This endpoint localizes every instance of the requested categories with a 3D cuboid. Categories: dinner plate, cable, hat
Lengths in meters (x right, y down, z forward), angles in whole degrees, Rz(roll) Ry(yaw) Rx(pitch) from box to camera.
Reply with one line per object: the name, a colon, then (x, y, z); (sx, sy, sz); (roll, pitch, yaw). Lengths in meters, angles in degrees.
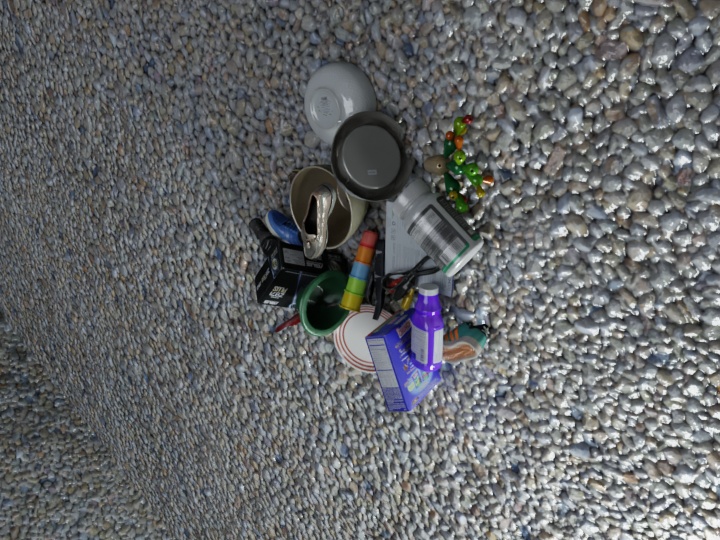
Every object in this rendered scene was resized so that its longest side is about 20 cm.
dinner plate: (0.024, 0.180, 1.820); (0.195, 0.024, 0.205); (5, 115, 11)
cable: (0.123, 0.013, 1.643); (0.098, 0.050, 0.201); (50, 121, 16)
hat: (-0.140, 0.069, 1.784); (0.175, 0.200, 0.168); (24, 149, 48)

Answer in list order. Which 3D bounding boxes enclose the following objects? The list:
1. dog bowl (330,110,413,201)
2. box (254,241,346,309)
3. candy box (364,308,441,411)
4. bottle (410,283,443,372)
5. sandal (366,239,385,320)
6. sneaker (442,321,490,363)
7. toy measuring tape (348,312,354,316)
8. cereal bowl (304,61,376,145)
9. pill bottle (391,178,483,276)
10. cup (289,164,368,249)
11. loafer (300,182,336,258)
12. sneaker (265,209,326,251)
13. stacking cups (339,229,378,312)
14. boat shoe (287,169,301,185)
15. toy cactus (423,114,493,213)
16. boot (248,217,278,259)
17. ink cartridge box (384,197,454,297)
dog bowl: (0.020, -0.253, 1.554); (0.204, 0.197, 0.059); (63, 163, -3)
box: (-0.158, 0.021, 1.808); (0.164, 0.196, 0.088); (-48, 43, 41)
candy box: (0.108, 0.220, 1.703); (0.076, 0.168, 0.205); (-9, 104, 39)
bottle: (0.158, 0.133, 1.616); (0.083, 0.064, 0.205); (28, 123, 55)
sandal: (0.040, 0.022, 1.727); (0.042, 0.076, 0.206); (4, 99, 10)
sneaker: (0.242, 0.170, 1.644); (0.072, 0.080, 0.199); (50, 155, -11)
toy measuring tape: (-0.050, 0.110, 1.856); (0.074, 0.073, 0.201); (49, 132, 10)
cereal bowl: (-0.061, -0.389, 1.628); (0.197, 0.083, 0.205); (19, 121, 33)
pill bottle: (0.166, -0.096, 1.498); (0.201, 0.112, 0.114); (48, 132, 10)
cup: (-0.056, -0.173, 1.679); (0.197, 0.142, 0.205); (18, 121, 33)
loafer: (-0.112, -0.111, 1.613); (0.071, 0.062, 0.203); (34, 128, 24)
sneaker: (-0.168, -0.107, 1.846); (0.201, 0.076, 0.111); (50, 138, 5)
stacking cups: (0.000, 0.000, 1.727); (0.059, 0.060, 0.205); (16, 90, 33)
boat shoe: (-0.135, -0.176, 1.792); (0.072, 0.071, 0.202); (-39, 83, 43)
toy cactus: (0.205, -0.233, 1.486); (0.164, 0.101, 0.205); (17, 124, 55)
boot: (-0.244, -0.053, 1.945); (0.132, 0.069, 0.203); (51, 166, 46)
ink cartridge box: (0.148, -0.057, 1.632); (0.196, 0.043, 0.201); (17, 120, 30)
